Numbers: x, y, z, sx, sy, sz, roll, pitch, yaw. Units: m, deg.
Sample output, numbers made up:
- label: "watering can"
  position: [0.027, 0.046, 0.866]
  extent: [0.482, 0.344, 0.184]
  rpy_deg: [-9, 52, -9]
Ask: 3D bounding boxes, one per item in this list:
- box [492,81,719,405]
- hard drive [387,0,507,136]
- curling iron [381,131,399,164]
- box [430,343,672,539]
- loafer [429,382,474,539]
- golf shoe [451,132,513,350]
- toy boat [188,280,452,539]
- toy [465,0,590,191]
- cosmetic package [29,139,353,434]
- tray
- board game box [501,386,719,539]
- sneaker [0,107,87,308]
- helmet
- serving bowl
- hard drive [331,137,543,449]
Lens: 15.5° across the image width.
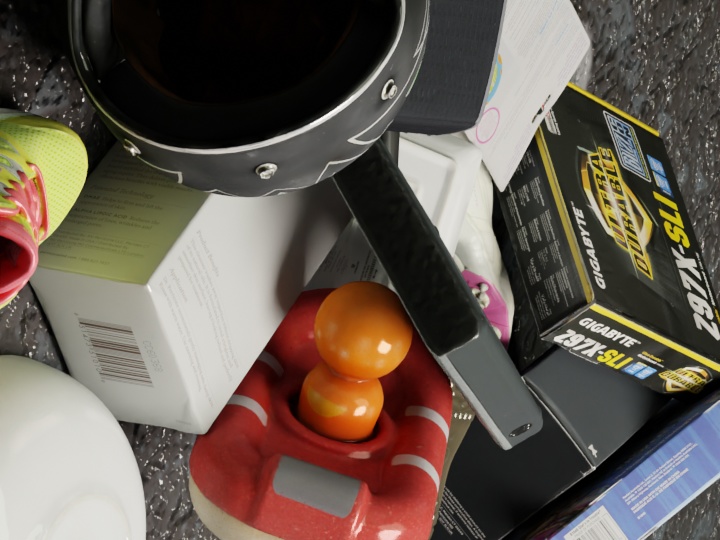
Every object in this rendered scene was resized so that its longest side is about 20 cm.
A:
- label: "box"
  position: [0.155, -0.025, 1.687]
  extent: [0.160, 0.049, 0.200]
  rpy_deg: [26, 39, -44]
- label: "hard drive"
  position: [0.034, -0.173, 1.415]
  extent: [0.135, 0.042, 0.200]
  rpy_deg: [1, 97, -55]
- label: "curling iron"
  position: [0.009, -0.131, 1.504]
  extent: [0.050, 0.026, 0.200]
  rpy_deg: [52, 33, -56]
- label: "box"
  position: [0.128, 0.097, 1.724]
  extent: [0.079, 0.141, 0.200]
  rpy_deg: [53, 36, 3]
- label: "loafer"
  position: [0.014, 0.119, 1.613]
  extent: [0.076, 0.068, 0.200]
  rpy_deg: [21, 95, -59]
- label: "golf shoe"
  position: [0.062, -0.025, 1.650]
  extent: [0.092, 0.075, 0.200]
  rpy_deg: [-62, 147, -37]
- label: "toy boat"
  position: [-0.009, 0.063, 1.393]
  extent: [0.200, 0.130, 0.131]
  rpy_deg: [-75, -176, -63]
- label: "toy"
  position: [0.067, -0.147, 1.566]
  extent: [0.115, 0.047, 0.200]
  rpy_deg: [-58, 150, -14]
- label: "cosmetic package"
  position: [-0.080, -0.025, 1.384]
  extent: [0.200, 0.081, 0.113]
  rpy_deg: [-56, 144, -39]
- label: "tray"
  position: [0.000, 0.000, 1.525]
  extent: [0.022, 0.107, 0.200]
  rpy_deg: [153, -43, -69]
- label: "board game box"
  position: [0.172, 0.143, 1.728]
  extent: [0.200, 0.043, 0.199]
  rpy_deg: [-36, 178, -20]
- label: "sneaker"
  position: [-0.174, -0.015, 1.205]
  extent: [0.200, 0.090, 0.078]
  rpy_deg: [-41, 131, -51]
- label: "helmet"
  position: [-0.057, -0.135, 1.276]
  extent: [0.200, 0.200, 0.191]
  rpy_deg: [-44, 126, -48]
- label: "serving bowl"
  position: [-0.163, 0.146, 1.299]
  extent: [0.200, 0.066, 0.200]
  rpy_deg: [-29, 124, -55]
- label: "hard drive"
  position: [0.039, 0.009, 1.403]
  extent: [0.140, 0.033, 0.200]
  rpy_deg: [61, 2, 21]
